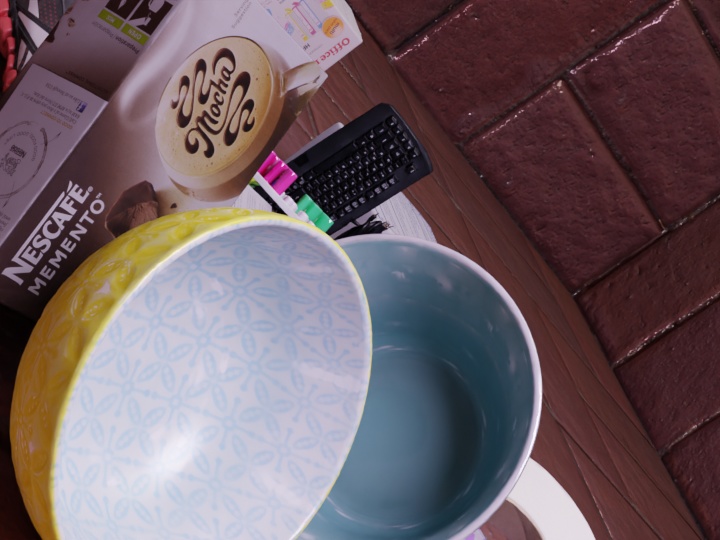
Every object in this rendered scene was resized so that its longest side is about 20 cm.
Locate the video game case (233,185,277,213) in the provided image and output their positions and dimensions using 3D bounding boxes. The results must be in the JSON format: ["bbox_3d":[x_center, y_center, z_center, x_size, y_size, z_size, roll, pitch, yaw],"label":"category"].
[{"bbox_3d":[-0.068,0.049,0.868,0.181,0.036,0.201,43,37,-44],"label":"video game case"}]

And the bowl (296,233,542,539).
[{"bbox_3d":[0.013,0.090,0.776,0.202,0.200,0.105,61,-2,24],"label":"bowl"}]

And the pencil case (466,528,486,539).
[{"bbox_3d":[0.060,0.203,0.987,0.084,0.085,0.201,86,-22,-65],"label":"pencil case"}]

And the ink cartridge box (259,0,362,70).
[{"bbox_3d":[-0.094,-0.358,1.775,0.200,0.128,0.126,48,14,-30],"label":"ink cartridge box"}]

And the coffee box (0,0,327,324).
[{"bbox_3d":[-0.125,-0.065,0.674,0.080,0.201,0.113,34,-5,39],"label":"coffee box"}]

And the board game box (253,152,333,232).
[{"bbox_3d":[0.000,0.000,0.983,0.200,0.026,0.200,47,0,11],"label":"board game box"}]

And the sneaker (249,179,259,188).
[{"bbox_3d":[-0.123,-0.074,0.988,0.200,0.083,0.075,-70,143,-63],"label":"sneaker"}]

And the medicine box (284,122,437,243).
[{"bbox_3d":[0.011,-0.021,1.353,0.200,0.103,0.183,47,15,-38],"label":"medicine box"}]

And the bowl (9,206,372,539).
[{"bbox_3d":[-0.098,0.055,0.626,0.107,0.201,0.200,21,-12,38],"label":"bowl"}]

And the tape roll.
[{"bbox_3d":[0.084,0.210,0.914,0.201,0.037,0.204,16,49,-19],"label":"tape roll"}]

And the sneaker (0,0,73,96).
[{"bbox_3d":[-0.198,-0.142,0.870,0.071,0.097,0.201,42,19,-53],"label":"sneaker"}]

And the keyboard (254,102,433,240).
[{"bbox_3d":[-0.024,-0.053,1.097,0.104,0.199,0.040,49,32,-17],"label":"keyboard"}]
